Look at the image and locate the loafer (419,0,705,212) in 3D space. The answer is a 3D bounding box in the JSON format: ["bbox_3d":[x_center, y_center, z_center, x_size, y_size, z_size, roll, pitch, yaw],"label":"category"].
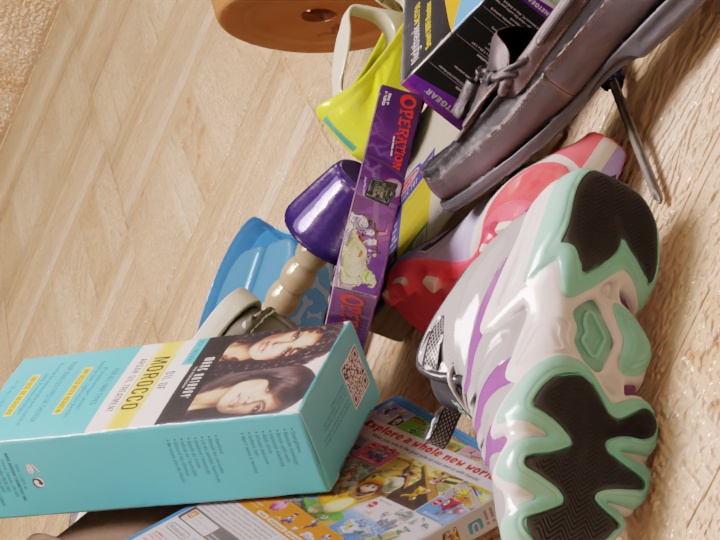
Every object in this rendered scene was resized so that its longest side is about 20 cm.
[{"bbox_3d":[0.095,-0.111,1.279,0.200,0.063,0.072,-41,9,26],"label":"loafer"}]

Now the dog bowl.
[{"bbox_3d":[-0.054,0.021,1.718,0.200,0.049,0.112,-13,57,70],"label":"dog bowl"}]

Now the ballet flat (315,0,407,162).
[{"bbox_3d":[0.026,-0.152,1.585,0.067,0.067,0.201,-45,18,57],"label":"ballet flat"}]

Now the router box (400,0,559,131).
[{"bbox_3d":[0.088,-0.183,1.419,0.149,0.051,0.201,-45,20,25],"label":"router box"}]

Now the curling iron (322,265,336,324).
[{"bbox_3d":[-0.020,0.081,1.582,0.050,0.025,0.202,91,-171,-73],"label":"curling iron"}]

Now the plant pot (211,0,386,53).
[{"bbox_3d":[-0.027,-0.231,1.729,0.200,0.198,0.141,146,126,-63],"label":"plant pot"}]

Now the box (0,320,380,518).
[{"bbox_3d":[-0.097,0.077,1.333,0.199,0.049,0.082,-7,29,26],"label":"box"}]

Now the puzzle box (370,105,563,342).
[{"bbox_3d":[0.060,-0.067,1.495,0.200,0.025,0.134,-53,23,45],"label":"puzzle box"}]

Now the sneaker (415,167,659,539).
[{"bbox_3d":[0.068,0.063,1.185,0.140,0.077,0.201,-34,33,47],"label":"sneaker"}]

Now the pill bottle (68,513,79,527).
[{"bbox_3d":[-0.122,0.168,1.629,0.200,0.113,0.115,-168,99,-78],"label":"pill bottle"}]

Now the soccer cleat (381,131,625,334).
[{"bbox_3d":[0.074,-0.012,1.338,0.077,0.067,0.200,-49,4,-24],"label":"soccer cleat"}]

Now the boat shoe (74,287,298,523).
[{"bbox_3d":[-0.099,0.109,1.485,0.202,0.060,0.072,-57,-11,-4],"label":"boat shoe"}]

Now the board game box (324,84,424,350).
[{"bbox_3d":[0.000,0.000,1.413,0.200,0.032,0.121,103,-176,-65],"label":"board game box"}]

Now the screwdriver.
[{"bbox_3d":[0.129,-0.082,1.307,0.201,0.028,0.029,-101,6,-52],"label":"screwdriver"}]

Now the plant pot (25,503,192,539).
[{"bbox_3d":[-0.071,0.162,1.395,0.175,0.200,0.200,-55,12,-17],"label":"plant pot"}]

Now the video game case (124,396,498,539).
[{"bbox_3d":[-0.030,0.129,1.260,0.143,0.199,0.018,26,139,60],"label":"video game case"}]

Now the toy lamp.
[{"bbox_3d":[-0.048,0.020,1.576,0.200,0.058,0.058,-55,20,26],"label":"toy lamp"}]
